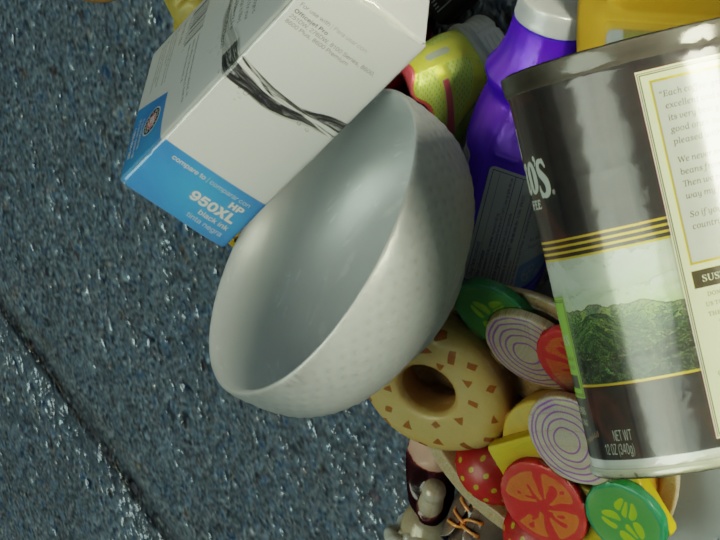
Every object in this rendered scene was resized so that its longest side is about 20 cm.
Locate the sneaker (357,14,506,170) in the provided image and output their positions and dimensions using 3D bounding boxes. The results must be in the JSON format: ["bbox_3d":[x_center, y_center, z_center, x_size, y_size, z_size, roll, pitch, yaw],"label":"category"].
[{"bbox_3d":[0.026,-0.079,1.227,0.078,0.090,0.201,50,141,27],"label":"sneaker"}]

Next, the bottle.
[{"bbox_3d":[0.095,-0.073,1.137,0.065,0.084,0.201,20,124,11],"label":"bottle"}]

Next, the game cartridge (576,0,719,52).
[{"bbox_3d":[0.188,-0.086,1.015,0.176,0.032,0.201,11,109,44],"label":"game cartridge"}]

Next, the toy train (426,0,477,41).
[{"bbox_3d":[0.028,-0.154,1.244,0.046,0.034,0.200,57,144,4],"label":"toy train"}]

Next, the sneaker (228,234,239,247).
[{"bbox_3d":[-0.065,-0.054,1.366,0.201,0.090,0.070,57,143,22],"label":"sneaker"}]

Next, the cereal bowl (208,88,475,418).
[{"bbox_3d":[0.000,0.000,1.119,0.200,0.083,0.201,-41,31,31],"label":"cereal bowl"}]

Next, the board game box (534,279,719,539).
[{"bbox_3d":[0.187,0.071,1.121,0.200,0.026,0.201,-45,67,52],"label":"board game box"}]

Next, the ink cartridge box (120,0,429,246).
[{"bbox_3d":[-0.048,-0.134,1.165,0.200,0.084,0.145,-42,25,32],"label":"ink cartridge box"}]

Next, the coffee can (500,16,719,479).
[{"bbox_3d":[0.162,-0.013,0.936,0.146,0.146,0.201,-13,91,56],"label":"coffee can"}]

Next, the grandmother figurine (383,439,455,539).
[{"bbox_3d":[0.052,0.124,1.292,0.060,0.121,0.201,10,121,8],"label":"grandmother figurine"}]

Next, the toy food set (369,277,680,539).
[{"bbox_3d":[0.102,0.094,1.141,0.198,0.049,0.201,-22,102,48],"label":"toy food set"}]

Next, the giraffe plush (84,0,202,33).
[{"bbox_3d":[-0.140,-0.233,1.285,0.172,0.161,0.201,-37,57,50],"label":"giraffe plush"}]

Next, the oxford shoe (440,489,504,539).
[{"bbox_3d":[0.093,0.152,1.247,0.071,0.073,0.201,23,122,48],"label":"oxford shoe"}]
